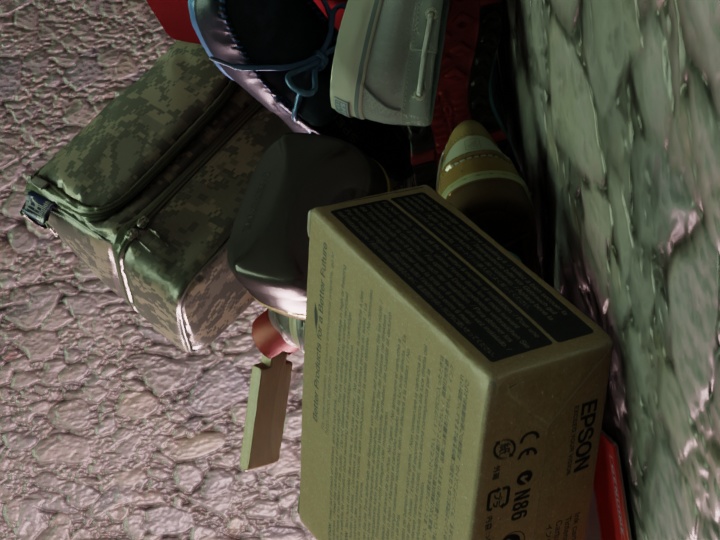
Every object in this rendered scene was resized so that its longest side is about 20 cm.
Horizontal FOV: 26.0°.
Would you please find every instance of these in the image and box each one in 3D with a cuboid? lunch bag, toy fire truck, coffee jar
[{"bbox_3d":[-0.127,-0.065,1.135,0.167,0.200,0.140,38,164,17],"label":"lunch bag"},{"bbox_3d":[-0.007,0.062,1.189,0.200,0.175,0.130,-35,54,40],"label":"toy fire truck"},{"bbox_3d":[0.000,0.000,0.943,0.200,0.085,0.105,41,-116,-56],"label":"coffee jar"}]

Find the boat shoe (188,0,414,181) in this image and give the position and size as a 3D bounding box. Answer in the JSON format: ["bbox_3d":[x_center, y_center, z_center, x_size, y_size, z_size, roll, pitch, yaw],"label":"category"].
[{"bbox_3d":[-0.022,-0.121,0.918,0.200,0.068,0.085,36,-98,-50],"label":"boat shoe"}]

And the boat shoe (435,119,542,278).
[{"bbox_3d":[0.071,-0.007,0.902,0.201,0.071,0.077,92,170,-53],"label":"boat shoe"}]

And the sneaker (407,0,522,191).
[{"bbox_3d":[0.048,-0.121,0.945,0.096,0.078,0.202,-93,-5,-71],"label":"sneaker"}]

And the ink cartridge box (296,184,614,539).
[{"bbox_3d":[0.039,0.083,0.772,0.165,0.074,0.202,45,141,47],"label":"ink cartridge box"}]

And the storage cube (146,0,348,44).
[{"bbox_3d":[-0.043,-0.242,1.024,0.180,0.198,0.173,67,-145,-80],"label":"storage cube"}]

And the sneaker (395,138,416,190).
[{"bbox_3d":[0.053,-0.074,1.075,0.078,0.081,0.202,82,180,-74],"label":"sneaker"}]

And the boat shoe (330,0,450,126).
[{"bbox_3d":[0.041,-0.175,0.850,0.070,0.071,0.203,23,-97,-83],"label":"boat shoe"}]

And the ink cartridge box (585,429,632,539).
[{"bbox_3d":[0.112,0.172,0.802,0.174,0.043,0.202,-82,-17,-86],"label":"ink cartridge box"}]

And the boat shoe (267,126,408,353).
[{"bbox_3d":[-0.026,-0.045,1.049,0.074,0.073,0.202,15,-91,-45],"label":"boat shoe"}]

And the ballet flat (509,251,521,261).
[{"bbox_3d":[0.050,0.067,0.876,0.201,0.066,0.068,114,153,-53],"label":"ballet flat"}]
